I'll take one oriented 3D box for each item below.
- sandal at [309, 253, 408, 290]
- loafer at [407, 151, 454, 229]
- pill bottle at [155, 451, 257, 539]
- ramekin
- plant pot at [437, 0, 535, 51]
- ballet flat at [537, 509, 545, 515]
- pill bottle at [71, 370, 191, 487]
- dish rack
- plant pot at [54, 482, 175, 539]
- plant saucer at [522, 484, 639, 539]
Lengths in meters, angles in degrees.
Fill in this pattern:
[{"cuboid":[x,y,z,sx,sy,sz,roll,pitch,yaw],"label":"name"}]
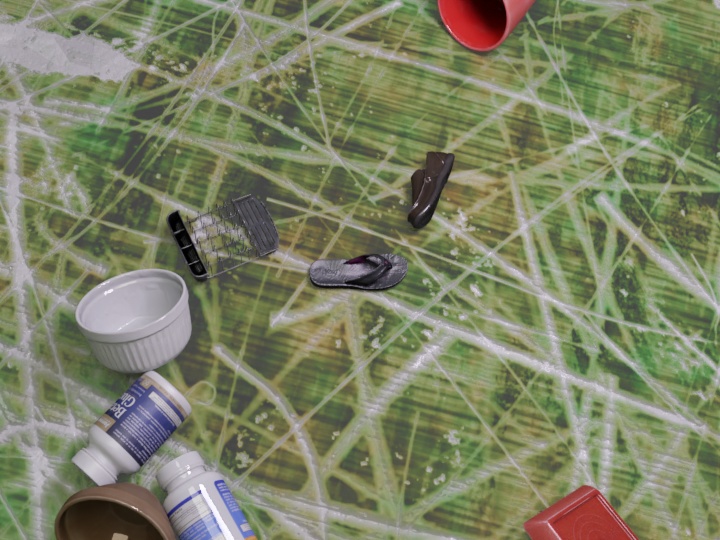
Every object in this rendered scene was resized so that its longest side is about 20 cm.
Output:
[{"cuboid":[0.000,0.001,1.731,0.199,0.048,0.076,-5,66,-9],"label":"sandal"},{"cuboid":[0.133,-0.170,1.821,0.071,0.073,0.201,21,56,9],"label":"loafer"},{"cuboid":[-0.263,0.411,1.475,0.112,0.112,0.200,-28,71,-18],"label":"pill bottle"},{"cuboid":[-0.397,0.095,1.569,0.199,0.106,0.201,-7,32,4],"label":"ramekin"},{"cuboid":[0.303,-0.628,1.991,0.200,0.201,0.177,42,58,12],"label":"plant pot"},{"cuboid":[0.377,0.510,1.539,0.200,0.071,0.071,40,67,13],"label":"ballet flat"},{"cuboid":[-0.399,0.280,1.518,0.111,0.111,0.200,37,66,11],"label":"pill bottle"},{"cuboid":[-0.265,-0.072,1.730,0.199,0.055,0.154,-23,71,-17],"label":"dish rack"},{"cuboid":[-0.389,0.416,1.438,0.200,0.202,0.093,17,32,1],"label":"plant pot"},{"cuboid":[0.408,0.475,1.510,0.199,0.037,0.200,-15,55,-41],"label":"plant saucer"}]
